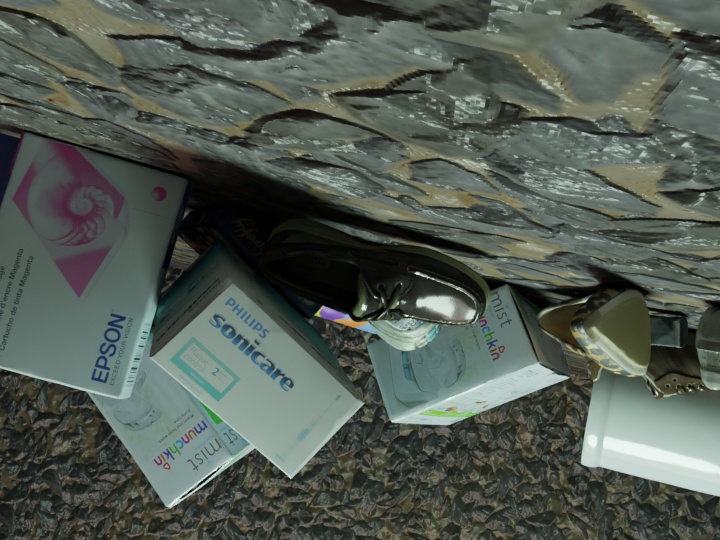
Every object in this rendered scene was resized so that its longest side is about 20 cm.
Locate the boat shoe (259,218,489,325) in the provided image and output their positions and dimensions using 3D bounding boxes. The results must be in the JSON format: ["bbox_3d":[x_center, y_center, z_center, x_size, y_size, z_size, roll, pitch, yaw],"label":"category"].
[{"bbox_3d":[0.009,0.015,0.637,0.199,0.073,0.065,14,-144,9],"label":"boat shoe"}]

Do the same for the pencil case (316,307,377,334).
[{"bbox_3d":[-0.004,0.030,0.934,0.199,0.089,0.088,19,173,-37],"label":"pencil case"}]

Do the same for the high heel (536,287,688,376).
[{"bbox_3d":[0.186,0.050,0.657,0.142,0.072,0.200,2,176,41],"label":"high heel"}]

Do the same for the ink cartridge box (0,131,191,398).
[{"bbox_3d":[-0.268,-0.011,0.639,0.199,0.197,0.043,15,173,-5],"label":"ink cartridge box"}]

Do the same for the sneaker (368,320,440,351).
[{"bbox_3d":[0.000,0.000,0.781,0.200,0.078,0.087,26,148,35],"label":"sneaker"}]

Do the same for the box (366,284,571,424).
[{"bbox_3d":[0.134,0.108,0.869,0.176,0.097,0.200,-26,159,19],"label":"box"}]

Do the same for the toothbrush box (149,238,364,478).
[{"bbox_3d":[-0.093,0.063,0.636,0.146,0.085,0.200,45,177,-18],"label":"toothbrush box"}]

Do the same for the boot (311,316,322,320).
[{"bbox_3d":[-0.127,0.009,1.051,0.157,0.080,0.211,8,163,5],"label":"boot"}]

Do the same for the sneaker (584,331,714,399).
[{"bbox_3d":[0.334,0.101,0.772,0.199,0.076,0.070,14,174,18],"label":"sneaker"}]

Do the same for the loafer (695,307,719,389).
[{"bbox_3d":[0.340,0.084,0.613,0.199,0.070,0.070,18,174,-30],"label":"loafer"}]

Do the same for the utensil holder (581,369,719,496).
[{"bbox_3d":[0.371,0.164,0.861,0.199,0.171,0.170,10,173,21],"label":"utensil holder"}]

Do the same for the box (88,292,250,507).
[{"bbox_3d":[-0.167,0.115,0.771,0.177,0.097,0.200,52,-163,7],"label":"box"}]

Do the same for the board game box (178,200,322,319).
[{"bbox_3d":[-0.123,-0.011,0.807,0.135,0.035,0.200,45,164,-18],"label":"board game box"}]
